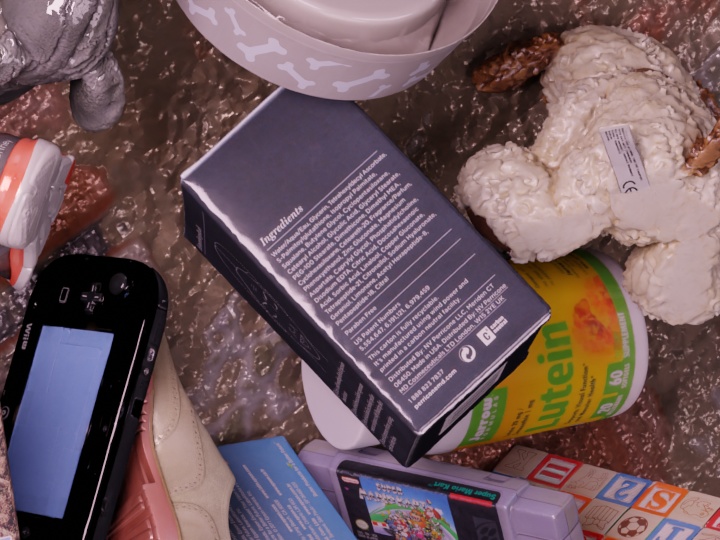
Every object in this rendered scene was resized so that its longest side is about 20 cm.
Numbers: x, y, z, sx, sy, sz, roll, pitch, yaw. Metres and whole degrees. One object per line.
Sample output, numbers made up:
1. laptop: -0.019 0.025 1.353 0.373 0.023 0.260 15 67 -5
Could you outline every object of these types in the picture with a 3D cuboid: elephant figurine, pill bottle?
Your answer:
1. elephant figurine: -0.177 -0.134 1.546 0.141 0.200 0.155 -31 124 -17
2. pill bottle: 0.070 0.054 1.834 0.200 0.111 0.111 -10 116 -27

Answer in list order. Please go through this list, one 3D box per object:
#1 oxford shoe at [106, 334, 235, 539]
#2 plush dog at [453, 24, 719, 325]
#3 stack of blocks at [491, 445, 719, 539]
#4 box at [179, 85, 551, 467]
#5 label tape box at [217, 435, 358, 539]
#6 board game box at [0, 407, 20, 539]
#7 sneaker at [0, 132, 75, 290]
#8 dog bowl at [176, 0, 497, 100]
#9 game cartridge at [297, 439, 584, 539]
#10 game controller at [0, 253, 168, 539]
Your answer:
1. oxford shoe: -0.116 0.109 1.713 0.074 0.200 0.071 13 144 -35
2. plush dog: 0.164 -0.086 1.799 0.200 0.172 0.160 21 123 -27
3. stack of blocks: 0.152 0.188 1.871 0.115 0.200 0.059 -44 130 -34
4. box: 0.000 0.000 1.689 0.107 0.148 0.200 -43 84 -9
5. label tape box: -0.108 0.177 1.756 0.200 0.144 0.063 -7 127 -28
6. board game box: -0.259 0.111 1.572 0.097 0.159 0.200 -18 119 -25
7. sneaker: -0.207 -0.046 1.606 0.082 0.200 0.077 20 77 -1
8. dog bowl: -0.021 -0.179 1.637 0.200 0.200 0.059 -6 146 -29
9. game cartridge: 0.054 0.176 1.829 0.038 0.200 0.130 -48 133 -37
10. game controller: -0.171 0.088 1.679 0.042 0.104 0.200 30 72 -53
